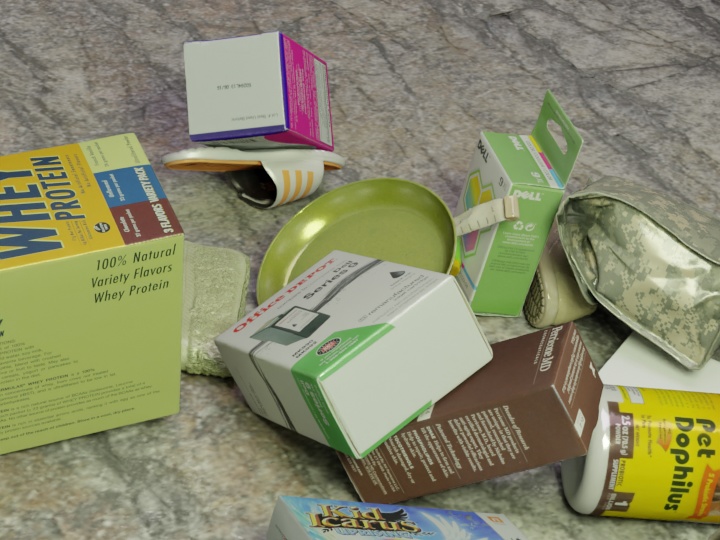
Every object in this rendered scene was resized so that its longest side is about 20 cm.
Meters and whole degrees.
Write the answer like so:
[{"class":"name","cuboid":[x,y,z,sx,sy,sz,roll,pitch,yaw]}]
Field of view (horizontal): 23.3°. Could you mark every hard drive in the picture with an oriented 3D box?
[{"class":"hard drive","cuboid":[0.318,0.126,1.590,0.200,0.026,0.132,23,35,21]}]

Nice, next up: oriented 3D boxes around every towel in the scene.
[{"class":"towel","cuboid":[-0.175,0.028,1.602,0.148,0.037,0.200,5,32,-5]}]

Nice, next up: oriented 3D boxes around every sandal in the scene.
[{"class":"sandal","cuboid":[-0.111,-0.092,1.782,0.206,0.059,0.079,-2,-3,-35]}]

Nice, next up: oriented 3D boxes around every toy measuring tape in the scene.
[{"class":"toy measuring tape","cuboid":[0.090,-0.026,1.662,0.200,0.074,0.074,-22,9,41]}]

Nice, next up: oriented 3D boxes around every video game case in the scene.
[{"class":"video game case","cuboid":[0.054,0.227,1.268,0.200,0.046,0.181,8,15,-26]}]

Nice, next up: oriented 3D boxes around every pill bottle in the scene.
[{"class":"pill bottle","cuboid":[0.274,0.155,1.455,0.199,0.109,0.109,5,32,-8]}]

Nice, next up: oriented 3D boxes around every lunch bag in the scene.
[{"class":"lunch bag","cuboid":[0.278,-0.013,1.654,0.200,0.118,0.164,36,19,11]}]

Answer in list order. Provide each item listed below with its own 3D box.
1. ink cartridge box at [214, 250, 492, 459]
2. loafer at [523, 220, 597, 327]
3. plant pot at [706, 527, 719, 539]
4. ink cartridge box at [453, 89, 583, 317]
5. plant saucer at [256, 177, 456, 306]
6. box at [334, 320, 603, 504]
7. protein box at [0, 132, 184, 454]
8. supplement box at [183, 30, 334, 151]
[{"class":"ink cartridge box","cuboid":[-0.011,0.064,1.436,0.146,0.084,0.200,-36,22,-21]},{"class":"loafer","cuboid":[0.191,-0.016,1.740,0.068,0.076,0.200,10,43,-13]},{"class":"plant pot","cuboid":[0.296,0.302,1.181,0.183,0.201,0.201,25,33,1]},{"class":"ink cartridge box","cuboid":[0.142,-0.066,1.678,0.059,0.200,0.104,6,32,-19]},{"class":"plant saucer","cuboid":[0.000,0.000,1.622,0.200,0.031,0.200,-14,49,17]},{"class":"box","cuboid":[0.088,0.118,1.407,0.200,0.075,0.100,-16,23,24]},{"class":"protein box","cuboid":[-0.256,0.022,1.403,0.198,0.200,0.135,-12,45,-20]},{"class":"supplement box","cuboid":[-0.100,-0.173,1.776,0.101,0.104,0.200,-5,-5,12]}]
